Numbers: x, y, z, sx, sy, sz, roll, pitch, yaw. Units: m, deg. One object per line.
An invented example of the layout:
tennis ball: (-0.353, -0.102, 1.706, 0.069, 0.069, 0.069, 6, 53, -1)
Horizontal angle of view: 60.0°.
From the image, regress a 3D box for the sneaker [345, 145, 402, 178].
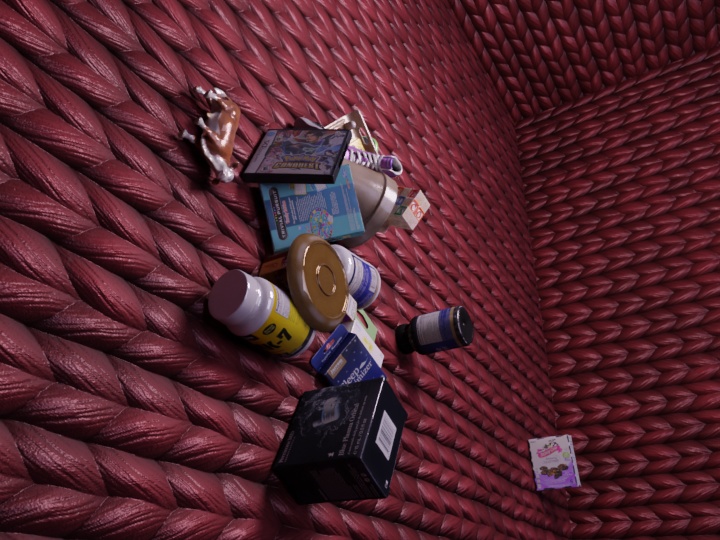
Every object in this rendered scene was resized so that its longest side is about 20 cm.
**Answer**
sneaker: (0.021, -0.281, 1.586, 0.199, 0.114, 0.074, 10, 83, -38)

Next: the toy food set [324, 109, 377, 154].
toy food set: (-0.040, -0.322, 1.642, 0.200, 0.060, 0.145, -39, 111, -38)

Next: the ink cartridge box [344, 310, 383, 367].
ink cartridge box: (0.006, 0.169, 1.535, 0.146, 0.048, 0.201, 55, 35, -31)

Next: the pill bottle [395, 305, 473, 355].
pill bottle: (0.203, 0.172, 1.733, 0.112, 0.198, 0.113, 36, 46, -48)

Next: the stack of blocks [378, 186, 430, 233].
stack of blocks: (0.070, -0.159, 1.629, 0.116, 0.199, 0.059, -55, 130, -16)

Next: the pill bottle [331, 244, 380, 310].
pill bottle: (-0.050, 0.010, 1.436, 0.200, 0.119, 0.121, 31, 49, -52)

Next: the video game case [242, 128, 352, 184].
video game case: (-0.132, -0.249, 1.342, 0.182, 0.198, 0.026, -74, 162, -45)

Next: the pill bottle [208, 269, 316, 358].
pill bottle: (-0.181, 0.081, 1.161, 0.200, 0.113, 0.115, 37, 45, -48)

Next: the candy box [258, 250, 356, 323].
candy box: (-0.108, 0.041, 1.316, 0.200, 0.116, 0.057, 53, 35, -36)

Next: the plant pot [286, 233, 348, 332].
plant pot: (-0.075, 0.021, 1.234, 0.200, 0.027, 0.202, 37, 45, -49)

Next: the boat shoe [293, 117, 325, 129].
boat shoe: (-0.092, -0.308, 1.483, 0.066, 0.200, 0.071, 0, 118, -34)

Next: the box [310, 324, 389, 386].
box: (-0.021, 0.230, 1.414, 0.121, 0.032, 0.201, -50, 123, -24)

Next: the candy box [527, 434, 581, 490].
candy box: (0.782, 0.777, 2.522, 0.071, 0.166, 0.202, 27, 52, -56)

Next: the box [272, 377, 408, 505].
box: (-0.035, 0.330, 1.209, 0.118, 0.198, 0.197, 59, 31, -27)

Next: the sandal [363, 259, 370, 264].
sandal: (0.000, 0.000, 1.602, 0.200, 0.054, 0.081, 39, 43, -48)

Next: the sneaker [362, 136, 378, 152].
sneaker: (0.005, -0.289, 1.765, 0.083, 0.077, 0.202, 13, 63, -34)

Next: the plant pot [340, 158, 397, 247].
plant pot: (-0.036, -0.187, 1.518, 0.173, 0.199, 0.201, 35, 44, -28)

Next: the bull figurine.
bull figurine: (-0.282, -0.263, 1.204, 0.121, 0.065, 0.202, 45, 38, -48)

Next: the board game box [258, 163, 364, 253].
board game box: (-0.105, -0.132, 1.340, 0.047, 0.198, 0.153, 137, -59, -79)
